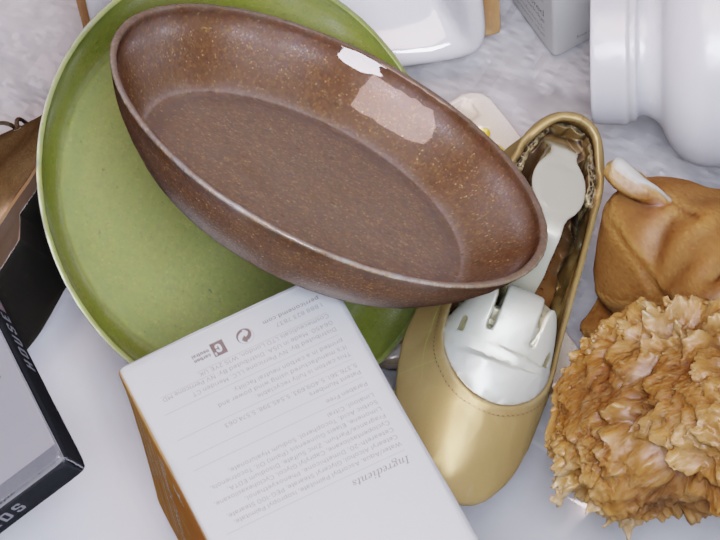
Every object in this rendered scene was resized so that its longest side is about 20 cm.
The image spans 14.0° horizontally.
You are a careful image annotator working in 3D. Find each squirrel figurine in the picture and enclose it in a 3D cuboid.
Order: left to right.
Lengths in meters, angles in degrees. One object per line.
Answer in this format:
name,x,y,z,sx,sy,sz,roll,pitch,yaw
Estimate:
squirrel figurine,0.161,0.028,1.238,0.187,0.142,0.200,32,46,29

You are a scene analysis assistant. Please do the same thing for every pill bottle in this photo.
pill bottle,0.205,-0.102,1.336,0.200,0.111,0.111,0,60,5

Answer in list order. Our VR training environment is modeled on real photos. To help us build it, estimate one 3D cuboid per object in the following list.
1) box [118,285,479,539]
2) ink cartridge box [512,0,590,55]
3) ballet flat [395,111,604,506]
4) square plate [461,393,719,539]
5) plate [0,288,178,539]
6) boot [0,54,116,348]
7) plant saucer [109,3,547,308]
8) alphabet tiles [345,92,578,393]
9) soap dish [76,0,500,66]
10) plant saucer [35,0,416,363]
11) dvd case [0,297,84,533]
box,-0.008,0.125,1.189,0.097,0.124,0.200,-25,60,-10
ink cartridge box,0.086,-0.208,1.357,0.067,0.200,0.116,-28,61,-11
ballet flat,0.063,0.008,1.268,0.069,0.063,0.200,23,52,-8
square plate,0.084,0.164,1.245,0.198,0.028,0.200,30,67,21
plate,-0.173,0.107,1.303,0.200,0.032,0.200,-23,60,-8
boot,-0.143,-0.056,1.330,0.075,0.074,0.200,28,77,32
plant saucer,-0.018,-0.042,1.223,0.200,0.037,0.200,22,26,-11
alphabet tiles,0.000,0.000,1.344,0.200,0.015,0.196,-31,68,-12
soap dish,-0.039,-0.164,1.374,0.200,0.157,0.081,-7,51,2
plant saucer,-0.056,-0.035,1.294,0.200,0.031,0.200,5,79,-28
dvd case,-0.220,0.050,1.278,0.150,0.025,0.200,-37,60,11
